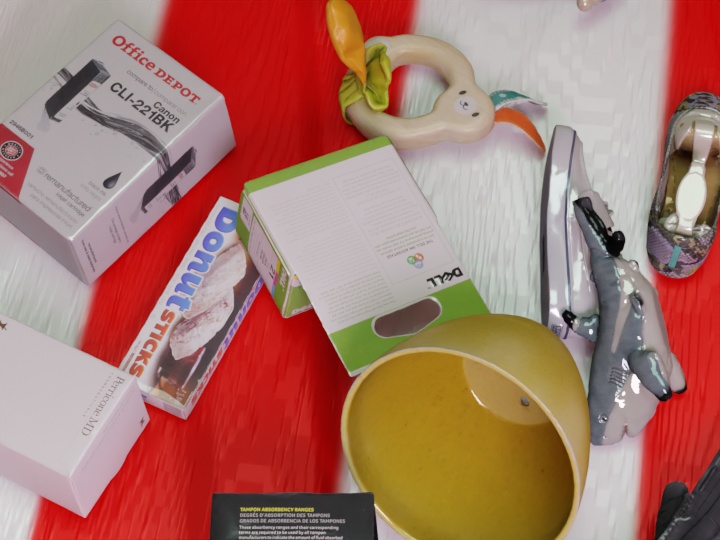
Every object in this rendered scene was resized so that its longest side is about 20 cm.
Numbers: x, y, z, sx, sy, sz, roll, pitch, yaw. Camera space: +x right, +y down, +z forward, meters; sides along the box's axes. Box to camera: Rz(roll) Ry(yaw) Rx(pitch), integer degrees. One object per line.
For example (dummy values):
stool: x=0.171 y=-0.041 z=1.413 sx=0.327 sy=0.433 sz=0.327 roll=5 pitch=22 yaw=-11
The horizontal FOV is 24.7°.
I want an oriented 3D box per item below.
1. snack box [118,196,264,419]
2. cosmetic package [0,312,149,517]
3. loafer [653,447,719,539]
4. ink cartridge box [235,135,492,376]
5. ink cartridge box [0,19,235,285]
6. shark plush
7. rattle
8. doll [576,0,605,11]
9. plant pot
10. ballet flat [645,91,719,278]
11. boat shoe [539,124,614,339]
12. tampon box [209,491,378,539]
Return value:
snack box: x=-0.138 y=0.031 z=1.447 sx=0.071 sy=0.024 sz=0.201 roll=22 pitch=64 yaw=13
cosmetic package: x=-0.291 y=0.109 z=1.378 sx=0.198 sy=0.085 sz=0.108 roll=21 pitch=61 yaw=16
loafer: x=0.264 y=0.202 z=1.308 sx=0.070 sy=0.068 sz=0.200 roll=36 pitch=63 yaw=29
ink cartridge box: x=0.000 y=0.000 z=1.416 sx=0.147 sy=0.076 sz=0.201 roll=-20 pitch=65 yaw=-22
ink cartridge box: x=-0.233 y=-0.111 z=1.498 sx=0.144 sy=0.084 sz=0.200 roll=36 pitch=68 yaw=22
shark plush: x=0.205 y=0.041 z=1.362 sx=0.083 sy=0.091 sz=0.202 roll=-15 pitch=97 yaw=20
rattle: x=0.077 y=-0.184 z=1.497 sx=0.198 sy=0.144 sz=0.130 roll=19 pitch=44 yaw=20
doll: x=0.210 y=-0.306 z=1.605 sx=0.198 sy=0.049 sz=0.137 roll=1 pitch=51 yaw=-4
plant pot: x=0.103 y=0.115 z=1.311 sx=0.199 sy=0.201 sz=0.142 roll=24 pitch=36 yaw=16
ballet flat: x=0.302 y=-0.090 z=1.468 sx=0.071 sy=0.072 sz=0.202 roll=12 pitch=62 yaw=10
boat shoe: x=0.193 y=-0.033 z=1.446 sx=0.065 sy=0.074 sz=0.202 roll=3 pitch=71 yaw=0
tampon box: x=-0.049 y=0.284 z=1.227 sx=0.125 sy=0.150 sz=0.202 roll=0 pitch=60 yaw=2
